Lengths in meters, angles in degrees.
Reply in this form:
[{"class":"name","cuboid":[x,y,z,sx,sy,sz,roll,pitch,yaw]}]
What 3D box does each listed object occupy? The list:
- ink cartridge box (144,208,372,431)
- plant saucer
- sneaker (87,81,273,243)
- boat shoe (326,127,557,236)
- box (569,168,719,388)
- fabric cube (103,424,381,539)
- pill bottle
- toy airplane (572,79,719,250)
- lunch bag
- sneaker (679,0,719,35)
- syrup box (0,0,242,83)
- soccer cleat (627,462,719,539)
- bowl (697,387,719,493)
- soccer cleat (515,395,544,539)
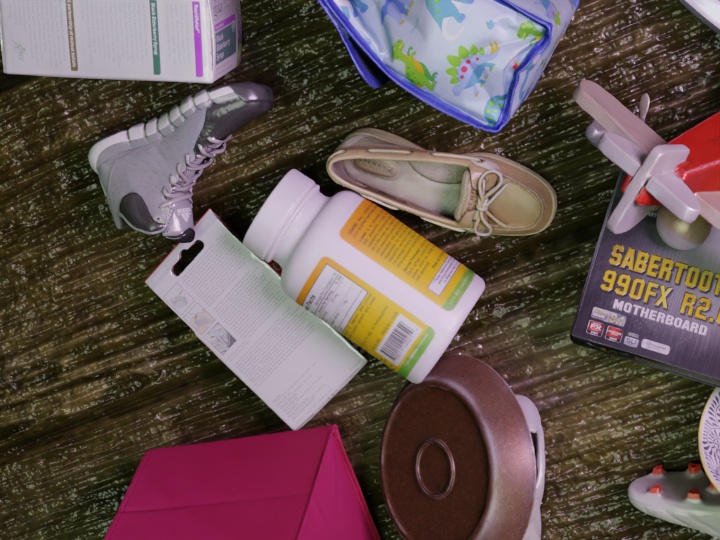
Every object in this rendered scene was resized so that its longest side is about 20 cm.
[{"class":"ink cartridge box","cuboid":[-0.091,0.040,1.565,0.200,0.050,0.109,45,116,-2]},{"class":"plant saucer","cuboid":[0.077,0.176,1.507,0.200,0.034,0.202,-1,89,51]},{"class":"sneaker","cuboid":[-0.148,-0.087,1.507,0.199,0.075,0.116,-20,80,31]},{"class":"boat shoe","cuboid":[0.070,-0.071,1.469,0.200,0.063,0.074,20,114,9]},{"class":"box","cuboid":[0.291,0.012,1.404,0.199,0.048,0.159,18,83,10]},{"class":"fabric cube","cuboid":[-0.103,0.283,1.556,0.198,0.200,0.197,-10,121,19]},{"class":"pill bottle","cuboid":[0.000,0.000,1.489,0.200,0.111,0.111,35,115,2]},{"class":"toy airplane","cuboid":[0.262,-0.065,1.326,0.198,0.201,0.142,11,136,-4]},{"class":"lunch bag","cuboid":[0.060,-0.210,1.365,0.199,0.170,0.128,30,111,3]},{"class":"sneaker","cuboid":[0.332,-0.203,1.350,0.199,0.073,0.071,31,101,-4]},{"class":"syrup box","cuboid":[-0.210,-0.214,1.491,0.199,0.079,0.082,5,110,14]},{"class":"soccer cleat","cuboid":[0.336,0.222,1.498,0.199,0.069,0.078,5,114,12]},{"class":"bowl","cuboid":[0.390,0.157,1.413,0.200,0.201,0.094,-9,135,19]},{"class":"soccer cleat","cuboid":[0.134,0.211,1.532,0.069,0.078,0.201,-1,109,-4]}]
